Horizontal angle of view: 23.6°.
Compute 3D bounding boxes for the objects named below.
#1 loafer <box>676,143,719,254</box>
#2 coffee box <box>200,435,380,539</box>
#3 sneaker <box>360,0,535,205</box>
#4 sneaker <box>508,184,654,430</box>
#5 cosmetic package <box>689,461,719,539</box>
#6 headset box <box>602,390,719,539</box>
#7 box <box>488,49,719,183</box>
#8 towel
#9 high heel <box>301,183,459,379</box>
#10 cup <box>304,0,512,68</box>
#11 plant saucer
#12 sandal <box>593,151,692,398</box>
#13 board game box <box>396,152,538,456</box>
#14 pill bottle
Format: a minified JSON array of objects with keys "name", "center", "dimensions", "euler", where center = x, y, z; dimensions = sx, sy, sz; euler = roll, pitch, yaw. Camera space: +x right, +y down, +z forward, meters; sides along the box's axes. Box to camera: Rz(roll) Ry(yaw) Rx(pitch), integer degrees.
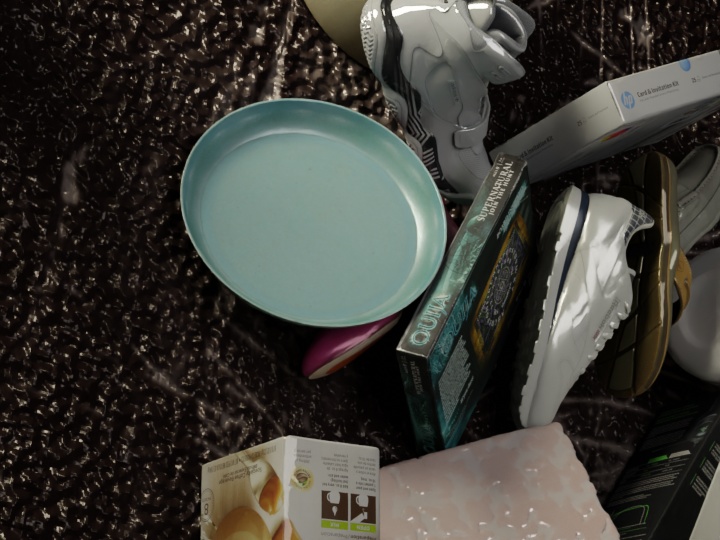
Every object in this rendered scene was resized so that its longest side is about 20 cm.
[{"name":"loafer","center":[0.260,-0.048,1.484],"dimensions":[0.070,0.070,0.200],"euler":[52,53,-20]},{"name":"coffee box","center":[-0.048,0.222,1.150],"dimensions":[0.079,0.114,0.202],"euler":[11,68,-32]},{"name":"sneaker","center":[0.087,-0.136,1.328],"dimensions":[0.201,0.114,0.075],"euler":[60,32,-34]},{"name":"sneaker","center":[0.171,0.037,1.353],"dimensions":[0.080,0.076,0.202],"euler":[16,90,-10]},{"name":"cosmetic package","center":[0.382,0.203,1.282],"dimensions":[0.199,0.124,0.200],"euler":[-23,50,-39]},{"name":"headset box","center":[0.293,0.220,1.406],"dimensions":[0.174,0.093,0.200],"euler":[49,53,-13]},{"name":"box","center":[0.227,-0.129,1.433],"dimensions":[0.199,0.156,0.041],"euler":[-20,84,-37]},{"name":"towel","center":[0.103,0.217,1.246],"dimensions":[0.190,0.032,0.201],"euler":[-13,59,-22]},{"name":"high heel","center":[0.000,0.000,1.296],"dimensions":[0.096,0.067,0.200],"euler":[49,48,1]},{"name":"cup","center":[0.063,-0.271,1.371],"dimensions":[0.199,0.143,0.202],"euler":[12,69,-33]},{"name":"plant saucer","center":[-0.035,-0.039,1.260],"dimensions":[0.198,0.027,0.201],"euler":[9,55,-12]},{"name":"sandal","center":[0.237,0.005,1.397],"dimensions":[0.054,0.080,0.202],"euler":[15,77,-31]},{"name":"board game box","center":[0.086,0.028,1.311],"dimensions":[0.201,0.028,0.136],"euler":[-61,153,-33]},{"name":"pill bottle","center":[0.351,0.060,1.471],"dimensions":[0.199,0.112,0.113],"euler":[24,61,-45]}]
